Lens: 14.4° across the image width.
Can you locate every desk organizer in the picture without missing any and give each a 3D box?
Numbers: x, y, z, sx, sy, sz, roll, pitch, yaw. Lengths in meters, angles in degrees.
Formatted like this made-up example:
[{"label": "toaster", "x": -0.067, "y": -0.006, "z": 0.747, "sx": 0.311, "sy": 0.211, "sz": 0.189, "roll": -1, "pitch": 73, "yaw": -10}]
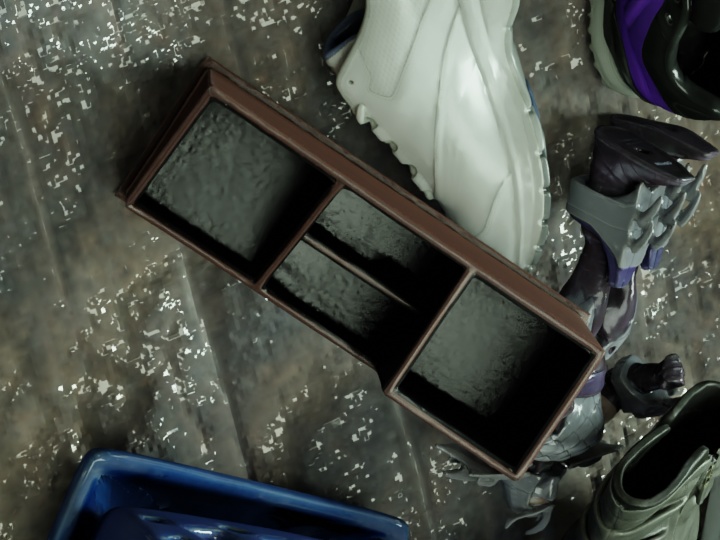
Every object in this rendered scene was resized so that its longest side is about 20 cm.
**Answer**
[{"label": "desk organizer", "x": 0.000, "y": 0.000, "z": 1.173, "sx": 0.199, "sy": 0.077, "sz": 0.072, "roll": 34, "pitch": 96, "yaw": -8}]

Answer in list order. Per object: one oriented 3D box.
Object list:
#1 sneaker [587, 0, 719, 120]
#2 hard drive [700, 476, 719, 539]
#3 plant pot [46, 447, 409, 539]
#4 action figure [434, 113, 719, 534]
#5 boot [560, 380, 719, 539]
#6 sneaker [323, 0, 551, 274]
[{"label": "sneaker", "x": 0.138, "y": -0.151, "z": 1.203, "sx": 0.069, "sy": 0.099, "sz": 0.201, "roll": -25, "pitch": 123, "yaw": -17}, {"label": "hard drive", "x": 0.206, "y": 0.193, "z": 1.385, "sx": 0.132, "sy": 0.026, "sz": 0.201, "roll": 27, "pitch": 67, "yaw": -36}, {"label": "plant pot", "x": -0.056, "y": 0.196, "z": 1.224, "sx": 0.199, "sy": 0.180, "sz": 0.201, "roll": 15, "pitch": 107, "yaw": -31}, {"label": "action figure", "x": 0.102, "y": 0.032, "z": 1.283, "sx": 0.130, "sy": 0.069, "sz": 0.201, "roll": -15, "pitch": 127, "yaw": -55}, {"label": "boot", "x": 0.103, "y": 0.134, "z": 1.289, "sx": 0.200, "sy": 0.068, "sz": 0.131, "roll": -43, "pitch": 159, "yaw": -40}, {"label": "sneaker", "x": 0.031, "y": -0.079, "z": 1.215, "sx": 0.087, "sy": 0.075, "sz": 0.201, "roll": -14, "pitch": 117, "yaw": -2}]
